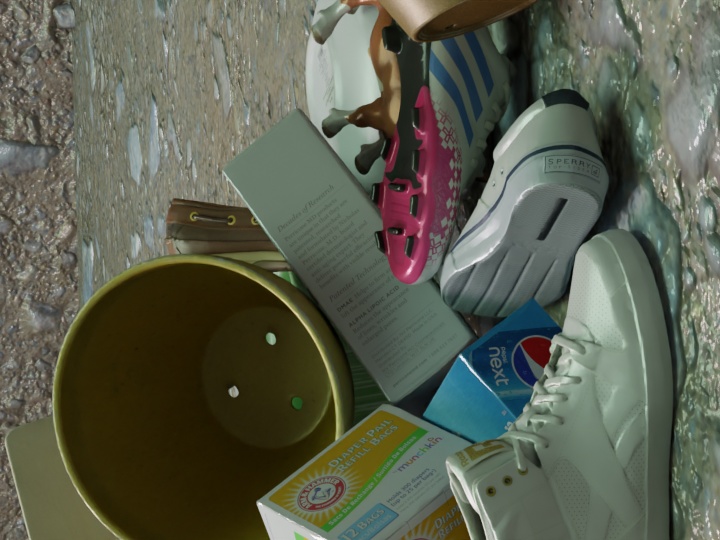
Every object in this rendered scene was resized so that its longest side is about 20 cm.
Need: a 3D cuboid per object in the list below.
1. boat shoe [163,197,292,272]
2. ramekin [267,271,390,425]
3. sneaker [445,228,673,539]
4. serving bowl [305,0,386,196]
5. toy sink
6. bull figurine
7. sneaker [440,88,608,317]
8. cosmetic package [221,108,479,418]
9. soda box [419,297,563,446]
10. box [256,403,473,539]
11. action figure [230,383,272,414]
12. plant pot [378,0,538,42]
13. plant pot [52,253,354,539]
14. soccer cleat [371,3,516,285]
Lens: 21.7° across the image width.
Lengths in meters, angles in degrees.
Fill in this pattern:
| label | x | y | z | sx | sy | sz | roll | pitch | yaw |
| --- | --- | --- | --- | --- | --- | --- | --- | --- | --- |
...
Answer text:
| label | x | y | z | sx | sy | sz | roll | pitch | yaw |
| --- | --- | --- | --- | --- | --- | --- | --- | --- | --- |
| boat shoe | -0.045 | -0.032 | 1.343 | 0.072 | 0.198 | 0.068 | 26 | -122 | -84 |
| ramekin | -0.022 | 0.056 | 1.469 | 0.200 | 0.097 | 0.202 | 174 | 90 | -75 |
| sneaker | 0.102 | 0.081 | 1.002 | 0.074 | 0.114 | 0.202 | -166 | 73 | -75 |
| serving bowl | 0.001 | -0.139 | 1.386 | 0.200 | 0.065 | 0.202 | 176 | 90 | -75 |
| toy sink | -0.181 | 0.213 | 1.419 | 0.112 | 0.129 | 0.201 | 97 | 155 | -62 |
| bull figurine | 0.031 | -0.129 | 1.245 | 0.121 | 0.065 | 0.202 | -14 | 71 | 38 |
| sneaker | 0.099 | -0.034 | 1.090 | 0.200 | 0.072 | 0.071 | 124 | 157 | -61 |
| cosmetic package | 0.000 | 0.000 | 1.233 | 0.200 | 0.074 | 0.102 | 51 | -179 | 20 |
| soda box | 0.078 | 0.099 | 1.145 | 0.068 | 0.064 | 0.200 | 48 | 152 | 13 |
| box | 0.032 | 0.201 | 1.144 | 0.101 | 0.112 | 0.201 | 21 | 137 | 48 |
| action figure | -0.087 | 0.177 | 1.386 | 0.199 | 0.104 | 0.196 | -10 | 88 | 49 |
| plant pot | 0.035 | -0.240 | 1.065 | 0.186 | 0.185 | 0.202 | 144 | 108 | -72 |
| plant pot | -0.083 | 0.081 | 1.243 | 0.142 | 0.198 | 0.202 | -23 | -69 | -71 |
| soccer cleat | 0.058 | -0.091 | 1.144 | 0.070 | 0.086 | 0.202 | 0 | 87 | 64 |
